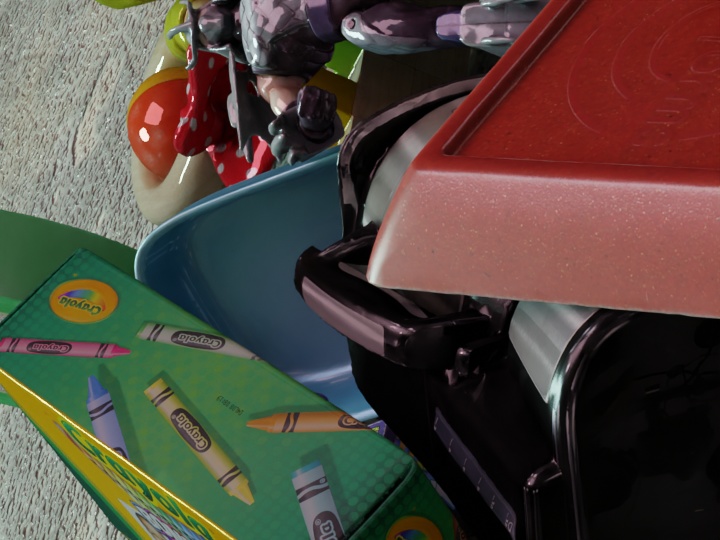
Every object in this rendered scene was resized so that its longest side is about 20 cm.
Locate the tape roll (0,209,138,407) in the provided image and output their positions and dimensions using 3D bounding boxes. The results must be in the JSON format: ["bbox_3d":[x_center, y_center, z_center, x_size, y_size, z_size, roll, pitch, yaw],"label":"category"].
[{"bbox_3d":[-0.176,0.024,1.477,0.200,0.200,0.048,-24,49,59],"label":"tape roll"}]

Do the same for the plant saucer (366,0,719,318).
[{"bbox_3d":[0.121,-0.064,0.906,0.200,0.037,0.200,6,43,40],"label":"plant saucer"}]

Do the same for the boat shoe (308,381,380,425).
[{"bbox_3d":[-0.043,0.068,1.313,0.200,0.072,0.068,-20,57,63],"label":"boat shoe"}]

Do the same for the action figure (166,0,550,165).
[{"bbox_3d":[0.002,-0.111,1.119,0.200,0.069,0.130,-7,88,34],"label":"action figure"}]

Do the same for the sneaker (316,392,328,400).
[{"bbox_3d":[0.011,0.111,1.091,0.200,0.083,0.081,52,128,31],"label":"sneaker"}]

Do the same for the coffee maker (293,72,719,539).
[{"bbox_3d":[0.085,0.047,0.987,0.135,0.192,0.200,-33,32,-3],"label":"coffee maker"}]

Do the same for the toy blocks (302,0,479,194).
[{"bbox_3d":[-0.001,-0.044,1.306,0.200,0.100,0.137,-80,14,-50],"label":"toy blocks"}]

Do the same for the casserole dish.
[{"bbox_3d":[0.000,0.000,1.181,0.200,0.121,0.039,-19,25,26],"label":"casserole dish"}]

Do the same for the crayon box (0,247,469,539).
[{"bbox_3d":[-0.037,0.081,0.984,0.058,0.119,0.200,-45,43,-14],"label":"crayon box"}]

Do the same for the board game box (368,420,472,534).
[{"bbox_3d":[-0.030,0.164,1.225,0.200,0.057,0.165,-25,49,58],"label":"board game box"}]

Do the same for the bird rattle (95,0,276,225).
[{"bbox_3d":[-0.083,-0.095,1.557,0.163,0.113,0.200,-66,34,37],"label":"bird rattle"}]
